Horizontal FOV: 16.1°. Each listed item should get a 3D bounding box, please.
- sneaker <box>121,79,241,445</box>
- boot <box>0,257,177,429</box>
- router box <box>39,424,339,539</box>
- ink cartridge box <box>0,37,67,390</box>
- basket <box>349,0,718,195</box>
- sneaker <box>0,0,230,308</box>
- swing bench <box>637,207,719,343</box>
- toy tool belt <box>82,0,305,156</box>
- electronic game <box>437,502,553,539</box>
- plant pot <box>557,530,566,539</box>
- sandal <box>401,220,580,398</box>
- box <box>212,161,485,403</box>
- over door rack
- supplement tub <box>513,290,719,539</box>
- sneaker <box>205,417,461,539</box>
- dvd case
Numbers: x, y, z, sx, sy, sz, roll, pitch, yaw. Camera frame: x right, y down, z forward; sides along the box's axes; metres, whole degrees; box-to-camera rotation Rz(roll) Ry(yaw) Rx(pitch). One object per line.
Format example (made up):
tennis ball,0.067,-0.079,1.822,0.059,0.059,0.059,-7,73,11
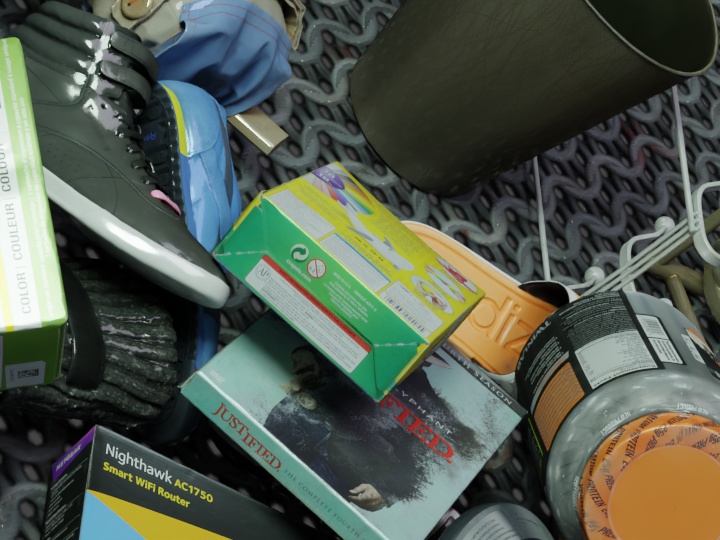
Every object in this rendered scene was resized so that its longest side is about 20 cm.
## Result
sneaker,-0.090,-0.004,1.365,0.078,0.066,0.200,14,69,-52
boot,-0.191,-0.011,1.284,0.158,0.079,0.211,0,62,-46
router box,-0.070,0.184,1.271,0.200,0.051,0.149,28,42,-26
ink cartridge box,-0.244,-0.014,1.152,0.200,0.076,0.148,-8,69,-13
basket,0.097,-0.143,1.583,0.136,0.200,0.180,-15,71,-49
sneaker,-0.124,-0.068,1.307,0.200,0.099,0.071,38,-8,21
swing bench,0.336,0.004,1.710,0.200,0.199,0.130,7,56,-43
toy tool belt,-0.107,-0.132,1.424,0.200,0.125,0.123,12,54,-61
electronic game,0.071,0.222,1.335,0.200,0.042,0.200,1,89,-60
plant pot,0.217,0.212,1.460,0.200,0.200,0.135,-31,121,-52
sandal,0.097,0.038,1.536,0.207,0.059,0.079,31,73,-18
box,0.000,0.000,1.353,0.117,0.048,0.200,42,16,4
over door rack,0.170,-0.056,1.631,0.067,0.148,0.200,12,53,-38
supplement tub,0.156,0.095,1.423,0.123,0.123,0.200,40,11,-15
sneaker,0.014,0.102,1.409,0.200,0.076,0.116,44,35,-10
dvd case,0.002,0.071,1.358,0.146,0.022,0.200,42,27,4
